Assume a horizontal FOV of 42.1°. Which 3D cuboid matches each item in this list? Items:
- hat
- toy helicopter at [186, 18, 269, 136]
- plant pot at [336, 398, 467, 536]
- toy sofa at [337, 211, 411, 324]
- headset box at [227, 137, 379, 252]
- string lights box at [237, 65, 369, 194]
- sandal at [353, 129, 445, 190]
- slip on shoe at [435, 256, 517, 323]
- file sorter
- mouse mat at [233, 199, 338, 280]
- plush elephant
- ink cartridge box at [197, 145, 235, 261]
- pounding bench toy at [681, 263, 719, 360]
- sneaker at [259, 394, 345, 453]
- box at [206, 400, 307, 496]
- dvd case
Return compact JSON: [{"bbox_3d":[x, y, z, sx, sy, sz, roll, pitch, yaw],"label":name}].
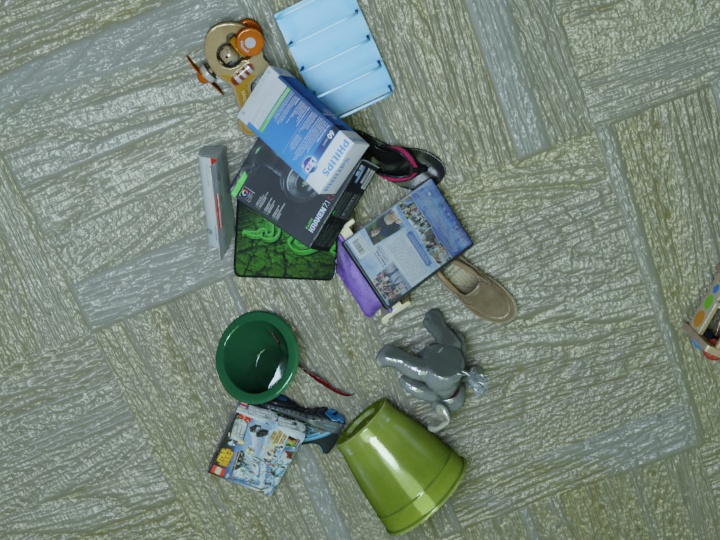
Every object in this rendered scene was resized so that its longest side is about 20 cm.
[{"bbox_3d":[-0.154,0.189,1.773,0.165,0.176,0.200,-38,64,7],"label":"hat"},{"bbox_3d":[-0.215,-0.322,1.593,0.131,0.079,0.201,-14,119,-3],"label":"toy helicopter"},{"bbox_3d":[0.062,0.350,1.746,0.200,0.200,0.193,-40,95,10],"label":"plant pot"},{"bbox_3d":[0.000,0.000,1.686,0.097,0.083,0.200,-33,104,8],"label":"toy sofa"},{"bbox_3d":[-0.103,-0.158,1.589,0.200,0.093,0.175,35,98,18],"label":"headset box"},{"bbox_3d":[-0.094,-0.225,1.501,0.200,0.059,0.103,44,112,17],"label":"string lights box"},{"bbox_3d":[0.054,-0.190,1.649,0.199,0.045,0.076,19,105,-6],"label":"sandal"},{"bbox_3d":[0.207,0.032,1.711,0.200,0.061,0.076,43,102,-12],"label":"slip on shoe"},{"bbox_3d":[-0.043,-0.359,1.557,0.138,0.123,0.201,-24,106,7],"label":"file sorter"},{"bbox_3d":[-0.132,-0.065,1.646,0.199,0.008,0.162,2,88,18],"label":"mouse mat"},{"bbox_3d":[0.145,0.200,1.726,0.200,0.165,0.155,34,147,21],"label":"plush elephant"},{"bbox_3d":[-0.251,-0.115,1.585,0.047,0.200,0.161,-4,107,1],"label":"ink cartridge box"},{"bbox_3d":[0.721,0.110,1.711,0.199,0.124,0.157,23,105,-8],"label":"pounding bench toy"},{"bbox_3d":[-0.133,0.290,1.775,0.199,0.073,0.082,19,105,-6],"label":"sneaker"},{"bbox_3d":[-0.197,0.336,1.767,0.136,0.040,0.200,23,129,-8],"label":"box"},{"bbox_3d":[0.084,-0.046,1.638,0.200,0.018,0.143,-36,100,-11],"label":"dvd case"}]
